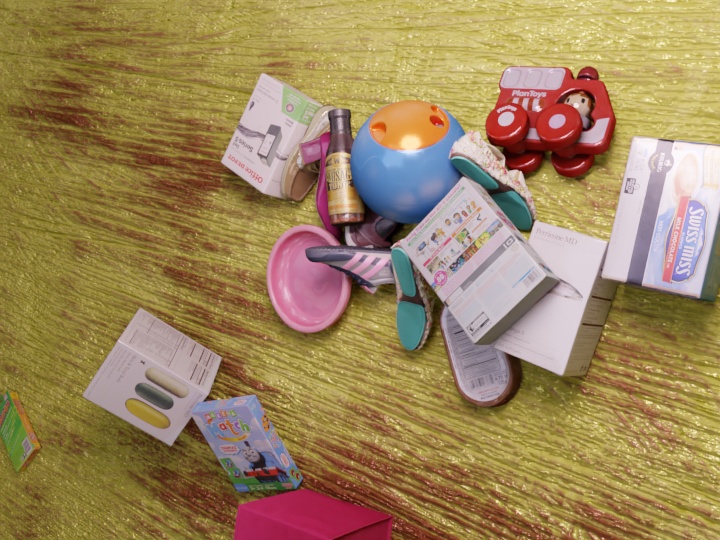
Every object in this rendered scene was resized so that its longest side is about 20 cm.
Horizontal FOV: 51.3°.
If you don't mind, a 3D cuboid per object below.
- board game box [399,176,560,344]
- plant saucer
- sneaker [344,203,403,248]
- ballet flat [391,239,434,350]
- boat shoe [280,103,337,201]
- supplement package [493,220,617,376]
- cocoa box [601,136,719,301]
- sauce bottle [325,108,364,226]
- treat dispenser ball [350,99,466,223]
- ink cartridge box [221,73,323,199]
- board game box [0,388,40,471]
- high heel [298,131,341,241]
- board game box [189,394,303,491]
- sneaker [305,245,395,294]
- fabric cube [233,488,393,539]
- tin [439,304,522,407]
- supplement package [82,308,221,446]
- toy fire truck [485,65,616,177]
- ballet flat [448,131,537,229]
[{"bbox_3d":[0.171,-0.014,1.100,0.148,0.064,0.200,-46,62,22],"label":"board game box"},{"bbox_3d":[-0.090,0.015,1.410,0.200,0.051,0.201,2,94,36],"label":"plant saucer"},{"bbox_3d":[0.032,-0.131,1.350,0.115,0.076,0.201,-4,88,24],"label":"sneaker"},{"bbox_3d":[0.096,0.037,1.259,0.075,0.064,0.201,17,123,40],"label":"ballet flat"},{"bbox_3d":[-0.085,-0.217,1.427,0.066,0.074,0.201,37,106,37],"label":"boat shoe"},{"bbox_3d":[0.298,0.042,1.112,0.117,0.117,0.201,21,97,35],"label":"supplement package"},{"bbox_3d":[0.430,-0.067,1.022,0.131,0.133,0.201,14,94,34],"label":"cocoa box"},{"bbox_3d":[-0.031,-0.178,1.302,0.066,0.066,0.201,-8,86,33],"label":"sauce bottle"},{"bbox_3d":[0.083,-0.178,1.231,0.200,0.201,0.202,-4,83,34],"label":"treat dispenser ball"},{"bbox_3d":[-0.167,-0.262,1.481,0.145,0.084,0.201,36,106,32],"label":"ink cartridge box"},{"bbox_3d":[-0.899,0.412,1.951,0.096,0.030,0.200,-49,64,20],"label":"board game box"},{"bbox_3d":[-0.042,-0.154,1.382,0.096,0.067,0.201,-15,110,6],"label":"high heel"},{"bbox_3d":[-0.217,0.331,1.422,0.151,0.037,0.201,-13,112,33],"label":"board game box"},{"bbox_3d":[0.000,0.000,1.304,0.199,0.070,0.082,6,98,0],"label":"sneaker"},{"bbox_3d":[-0.086,0.508,1.283,0.199,0.196,0.201,6,88,33],"label":"fabric cube"},{"bbox_3d":[0.194,0.124,1.225,0.112,0.042,0.201,-22,73,26],"label":"tin"},{"bbox_3d":[-0.413,0.212,1.506,0.200,0.151,0.152,33,108,-12],"label":"supplement package"},{"bbox_3d":[0.294,-0.245,1.159,0.199,0.112,0.169,10,72,34],"label":"toy fire truck"},{"bbox_3d":[0.218,-0.143,1.161,0.076,0.200,0.064,-1,56,53],"label":"ballet flat"}]
